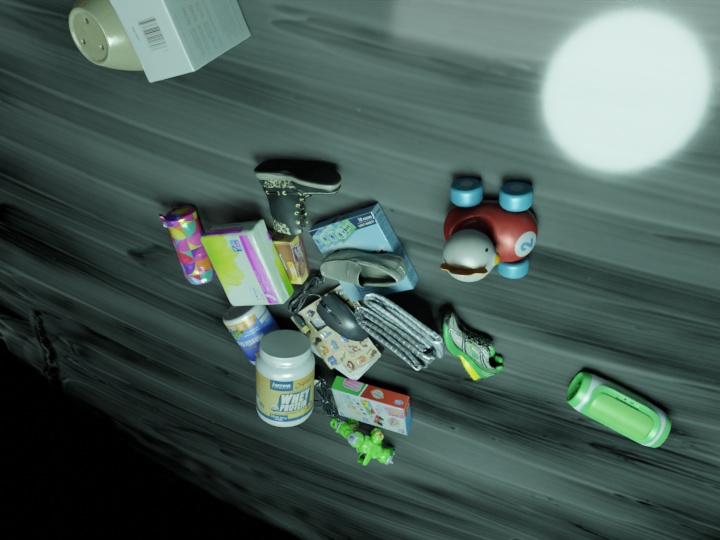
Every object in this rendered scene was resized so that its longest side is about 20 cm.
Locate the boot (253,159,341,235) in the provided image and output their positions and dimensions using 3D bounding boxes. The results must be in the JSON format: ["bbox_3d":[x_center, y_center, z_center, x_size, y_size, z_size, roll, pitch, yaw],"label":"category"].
[{"bbox_3d":[-0.121,-0.148,1.306,0.203,0.074,0.154,12,132,26],"label":"boot"}]

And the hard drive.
[{"bbox_3d":[-0.056,0.182,1.554,0.200,0.038,0.140,37,132,-3],"label":"hard drive"}]

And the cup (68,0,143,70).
[{"bbox_3d":[-0.451,-0.457,1.159,0.200,0.143,0.201,22,136,23],"label":"cup"}]

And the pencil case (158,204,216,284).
[{"bbox_3d":[-0.414,-0.063,1.510,0.088,0.088,0.201,3,126,24],"label":"pencil case"}]

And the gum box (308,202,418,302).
[{"bbox_3d":[0.007,-0.034,1.348,0.169,0.045,0.201,-13,118,34],"label":"gum box"}]

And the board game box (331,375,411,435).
[{"bbox_3d":[0.031,0.353,1.618,0.199,0.040,0.153,13,144,17],"label":"board game box"}]

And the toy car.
[{"bbox_3d":[0.223,-0.039,1.131,0.176,0.200,0.185,8,129,21],"label":"toy car"}]

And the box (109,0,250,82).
[{"bbox_3d":[-0.306,-0.442,1.079,0.106,0.200,0.153,-3,123,27],"label":"box"}]

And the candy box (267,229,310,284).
[{"bbox_3d":[-0.225,-0.036,1.455,0.199,0.057,0.117,4,126,22],"label":"candy box"}]

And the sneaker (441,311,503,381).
[{"bbox_3d":[0.246,0.158,1.369,0.085,0.078,0.200,-26,120,31],"label":"sneaker"}]

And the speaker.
[{"bbox_3d":[0.543,0.292,1.310,0.199,0.089,0.089,28,133,4],"label":"speaker"}]

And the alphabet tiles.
[{"bbox_3d":[-0.046,0.149,1.495,0.167,0.008,0.200,-33,102,20],"label":"alphabet tiles"}]

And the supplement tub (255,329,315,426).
[{"bbox_3d":[-0.184,0.261,1.513,0.144,0.145,0.201,13,119,17],"label":"supplement tub"}]

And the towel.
[{"bbox_3d":[0.083,0.139,1.349,0.200,0.086,0.166,35,173,15],"label":"towel"}]

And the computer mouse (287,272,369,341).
[{"bbox_3d":[-0.080,0.117,1.460,0.200,0.046,0.140,45,111,-7],"label":"computer mouse"}]

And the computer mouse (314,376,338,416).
[{"bbox_3d":[-0.153,0.317,1.651,0.199,0.053,0.139,18,136,43],"label":"computer mouse"}]

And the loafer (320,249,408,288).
[{"bbox_3d":[0.000,0.000,1.300,0.199,0.070,0.070,-1,125,27],"label":"loafer"}]

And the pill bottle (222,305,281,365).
[{"bbox_3d":[-0.257,0.173,1.595,0.112,0.112,0.201,-13,118,33],"label":"pill bottle"}]

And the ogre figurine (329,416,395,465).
[{"bbox_3d":[0.019,0.466,1.671,0.200,0.098,0.120,53,171,-14],"label":"ogre figurine"}]

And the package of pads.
[{"bbox_3d":[-0.258,-0.012,1.407,0.154,0.068,0.201,-4,122,28],"label":"package of pads"}]
